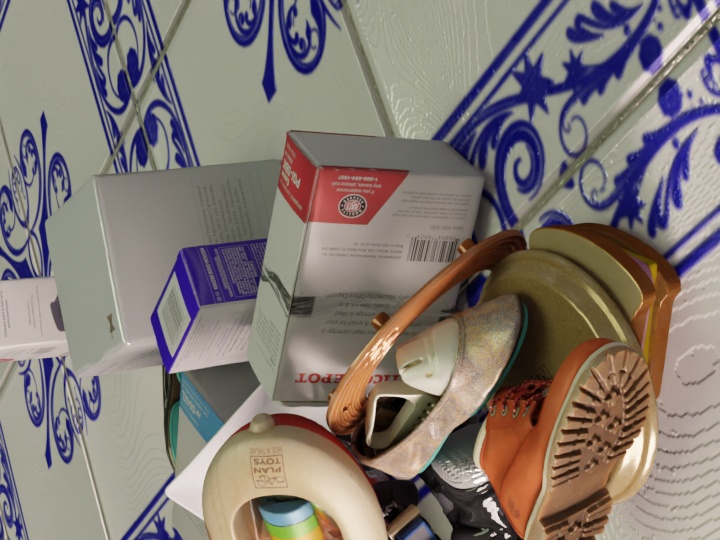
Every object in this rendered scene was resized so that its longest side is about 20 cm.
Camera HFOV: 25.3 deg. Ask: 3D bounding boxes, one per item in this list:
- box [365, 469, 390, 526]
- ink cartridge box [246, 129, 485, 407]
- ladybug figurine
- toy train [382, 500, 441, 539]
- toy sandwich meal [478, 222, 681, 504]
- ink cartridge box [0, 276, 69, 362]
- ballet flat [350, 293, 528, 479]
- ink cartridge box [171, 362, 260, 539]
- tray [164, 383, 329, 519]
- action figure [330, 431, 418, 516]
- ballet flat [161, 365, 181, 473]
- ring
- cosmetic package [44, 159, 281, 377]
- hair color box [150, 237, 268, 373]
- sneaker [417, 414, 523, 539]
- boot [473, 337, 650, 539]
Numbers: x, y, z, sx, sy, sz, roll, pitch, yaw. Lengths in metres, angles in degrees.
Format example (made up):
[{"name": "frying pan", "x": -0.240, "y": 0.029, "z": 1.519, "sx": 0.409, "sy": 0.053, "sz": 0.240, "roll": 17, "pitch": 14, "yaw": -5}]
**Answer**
[{"name": "box", "x": 0.014, "y": 0.271, "z": 1.384, "sx": 0.200, "sy": 0.099, "sz": 0.096, "roll": 48, "pitch": 136, "yaw": 46}, {"name": "ink cartridge box", "x": 0.000, "y": 0.000, "z": 1.273, "sx": 0.083, "sy": 0.145, "sz": 0.202, "roll": -130, "pitch": 48, "yaw": -56}, {"name": "ladybug figurine", "x": -0.045, "y": 0.178, "z": 1.184, "sx": 0.072, "sy": 0.134, "sz": 0.201, "roll": -75, "pitch": -22, "yaw": -53}, {"name": "toy train", "x": 0.073, "y": 0.251, "z": 1.233, "sx": 0.201, "sy": 0.034, "sz": 0.046, "roll": 56, "pitch": 170, "yaw": -28}, {"name": "toy sandwich meal", "x": 0.154, "y": 0.062, "z": 1.116, "sx": 0.205, "sy": 0.070, "sz": 0.207, "roll": 36, "pitch": 136, "yaw": 44}, {"name": "ink cartridge box", "x": -0.359, "y": 0.056, "z": 1.923, "sx": 0.144, "sy": 0.198, "sz": 0.085, "roll": -20, "pitch": 77, "yaw": 61}, {"name": "ballet flat", "x": 0.047, "y": 0.083, "z": 1.128, "sx": 0.069, "sy": 0.067, "sz": 0.201, "roll": -93, "pitch": 25, "yaw": -43}, {"name": "ink cartridge box", "x": -0.101, "y": 0.203, "z": 1.550, "sx": 0.125, "sy": 0.127, "sz": 0.202, "roll": 42, "pitch": 131, "yaw": 51}, {"name": "tray", "x": -0.074, "y": 0.152, "z": 1.430, "sx": 0.200, "sy": 0.107, "sz": 0.022, "roll": -47, "pitch": 25, "yaw": 12}, {"name": "action figure", "x": -0.035, "y": 0.180, "z": 1.311, "sx": 0.200, "sy": 0.069, "sz": 0.131, "roll": -35, "pitch": 62, "yaw": 53}, {"name": "ballet flat", "x": -0.189, "y": 0.141, "z": 1.776, "sx": 0.068, "sy": 0.067, "sz": 0.202, "roll": 134, "pitch": 134, "yaw": -67}, {"name": "ring", "x": 0.046, "y": 0.043, "z": 1.172, "sx": 0.019, "sy": 0.200, "sz": 0.201, "roll": 45, "pitch": 139, "yaw": 17}, {"name": "cosmetic package", "x": -0.180, "y": -0.001, "z": 1.575, "sx": 0.167, "sy": 0.198, "sz": 0.168, "roll": -27, "pitch": 73, "yaw": 59}, {"name": "hair color box", "x": -0.069, "y": 0.023, "z": 1.372, "sx": 0.110, "sy": 0.198, "sz": 0.065, "roll": -58, "pitch": 46, "yaw": 50}, {"name": "sneaker", "x": 0.080, "y": 0.170, "z": 1.260, "sx": 0.200, "sy": 0.075, "sz": 0.115, "roll": -150, "pitch": 39, "yaw": -75}, {"name": "boot", "x": 0.122, "y": 0.099, "z": 1.051, "sx": 0.108, "sy": 0.074, "sz": 0.201, "roll": 54, "pitch": 148, "yaw": 34}]
